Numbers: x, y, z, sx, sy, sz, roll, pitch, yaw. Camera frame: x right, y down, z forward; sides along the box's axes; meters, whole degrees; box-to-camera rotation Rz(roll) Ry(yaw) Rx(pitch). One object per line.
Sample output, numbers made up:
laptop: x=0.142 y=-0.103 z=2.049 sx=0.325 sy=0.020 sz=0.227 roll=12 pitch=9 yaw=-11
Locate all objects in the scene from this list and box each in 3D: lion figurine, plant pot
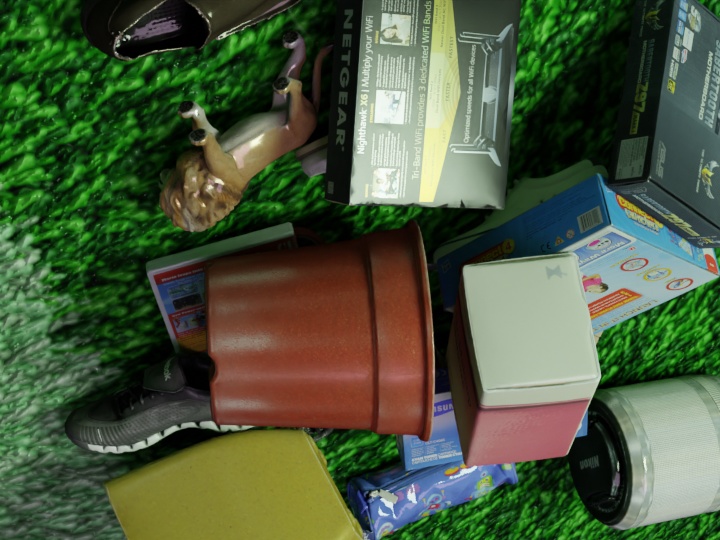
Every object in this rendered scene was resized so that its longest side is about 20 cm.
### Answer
lion figurine: x=-0.092 y=-0.115 z=1.288 sx=0.199 sy=0.073 sz=0.123 roll=-29 pitch=142 yaw=-6
plant pot: x=-0.041 y=0.061 z=1.342 sx=0.194 sy=0.202 sz=0.202 roll=-4 pitch=132 yaw=-4
plant pot: x=-0.109 y=0.262 z=1.479 sx=0.199 sy=0.195 sz=0.196 roll=-28 pitch=164 yaw=-4

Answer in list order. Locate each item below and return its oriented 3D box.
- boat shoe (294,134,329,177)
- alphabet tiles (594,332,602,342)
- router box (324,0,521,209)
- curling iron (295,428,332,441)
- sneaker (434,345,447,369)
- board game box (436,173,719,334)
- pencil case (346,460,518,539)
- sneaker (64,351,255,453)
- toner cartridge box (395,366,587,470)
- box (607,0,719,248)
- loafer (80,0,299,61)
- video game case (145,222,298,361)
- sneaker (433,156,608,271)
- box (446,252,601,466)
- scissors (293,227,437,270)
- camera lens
boat shoe: x=0.042 y=-0.109 z=1.340 sx=0.199 sy=0.075 sz=0.069 roll=-16 pitch=93 yaw=-13
alphabet tiles: x=0.188 y=0.079 z=1.585 sx=0.166 sy=0.006 sz=0.201 roll=23 pitch=95 yaw=-38
router box: x=0.054 y=-0.154 z=1.270 sx=0.156 sy=0.052 sz=0.202 roll=1 pitch=98 yaw=-28
curling iron: x=-0.016 y=0.102 z=1.496 sx=0.049 sy=0.026 sz=0.201 roll=-7 pitch=137 yaw=-43
sneaker: x=0.080 y=0.117 z=1.568 sx=0.199 sy=0.075 sz=0.090 roll=-3 pitch=135 yaw=-25
board game box: x=0.211 y=-0.002 z=1.439 sx=0.199 sy=0.056 sz=0.195 roll=-29 pitch=149 yaw=34
pencil case: x=0.080 y=0.236 z=1.668 sx=0.199 sy=0.078 sz=0.087 roll=-22 pitch=157 yaw=-9
sneaker: x=-0.191 y=0.120 z=1.434 sx=0.198 sy=0.067 sz=0.091 roll=-9 pitch=132 yaw=-4
toner cartridge box: x=0.135 y=0.141 z=1.530 sx=0.198 sy=0.043 sz=0.096 roll=-10 pitch=124 yaw=-7
box: x=0.307 y=-0.141 z=1.384 sx=0.051 sy=0.201 sz=0.157 roll=-5 pitch=155 yaw=45
loafer: x=-0.121 y=-0.208 z=1.189 sx=0.199 sy=0.072 sz=0.073 roll=-23 pitch=135 yaw=-6
video game case: x=-0.115 y=0.048 z=1.441 sx=0.142 sy=0.018 sz=0.201 roll=-15 pitch=135 yaw=-3
sneaker: x=0.162 y=-0.051 z=1.470 sx=0.199 sy=0.071 sz=0.073 roll=-20 pitch=152 yaw=21
box: x=0.147 y=0.088 z=1.388 sx=0.108 sy=0.129 sz=0.200 roll=-6 pitch=153 yaw=-4
scissors: x=0.000 y=0.000 z=1.450 sx=0.199 sy=0.014 sz=0.073 roll=11 pitch=127 yaw=-24
camera lens: x=0.351 y=0.207 z=1.718 sx=0.199 sy=0.160 sz=0.161 roll=-7 pitch=131 yaw=-20
